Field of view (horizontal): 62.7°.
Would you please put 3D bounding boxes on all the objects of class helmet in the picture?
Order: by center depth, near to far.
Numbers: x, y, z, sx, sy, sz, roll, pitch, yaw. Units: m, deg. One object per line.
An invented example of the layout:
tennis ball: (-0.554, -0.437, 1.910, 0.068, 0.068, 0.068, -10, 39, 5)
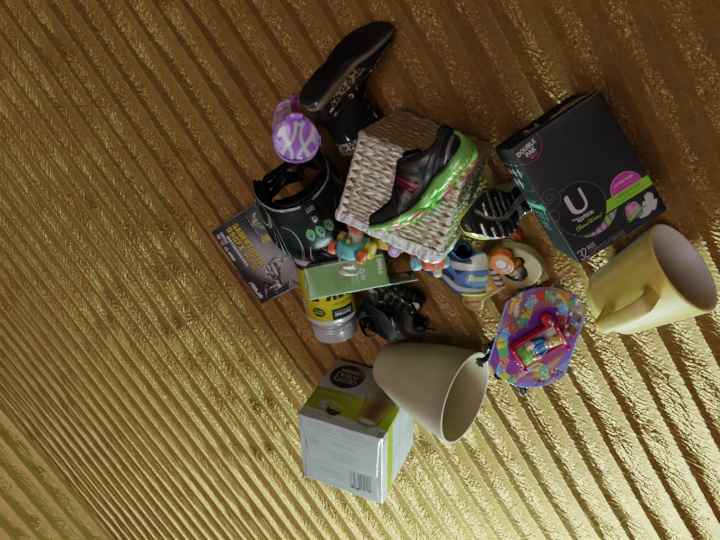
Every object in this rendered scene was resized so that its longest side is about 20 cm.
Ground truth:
helmet: (-0.094, -0.112, 1.103, 0.199, 0.201, 0.191, 6, 149, 25)

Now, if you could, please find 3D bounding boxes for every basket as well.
basket: (0.095, -0.147, 0.987, 0.199, 0.198, 0.161, 26, 124, 13)

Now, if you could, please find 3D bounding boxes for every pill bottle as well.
pill bottle: (-0.067, 0.043, 1.235, 0.114, 0.114, 0.201, 4, 119, 26)

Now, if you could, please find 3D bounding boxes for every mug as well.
mug: (0.433, 0.025, 0.932, 0.153, 0.186, 0.150, -41, 50, 47)

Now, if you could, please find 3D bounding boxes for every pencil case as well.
pencil case: (-0.116, -0.252, 1.040, 0.083, 0.200, 0.086, -8, 115, -6)

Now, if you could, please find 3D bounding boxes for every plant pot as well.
plant pot: (0.131, 0.225, 1.212, 0.199, 0.187, 0.188, 18, 126, 36)

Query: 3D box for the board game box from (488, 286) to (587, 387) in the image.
board game box: (0.323, 0.130, 1.059, 0.157, 0.039, 0.201, 10, 107, -10)

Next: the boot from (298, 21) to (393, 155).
boot: (0.000, -0.305, 1.007, 0.073, 0.200, 0.151, 32, 168, 37)

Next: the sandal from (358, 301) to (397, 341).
sandal: (0.021, 0.106, 1.188, 0.076, 0.043, 0.200, 58, 172, -4)

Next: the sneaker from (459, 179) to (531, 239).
sneaker: (0.211, -0.094, 0.962, 0.090, 0.200, 0.079, -14, 99, 46)

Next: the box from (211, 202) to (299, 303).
box: (-0.214, -0.041, 1.306, 0.158, 0.048, 0.201, -24, 104, 36)

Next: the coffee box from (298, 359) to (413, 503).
coffee box: (-0.003, 0.353, 1.325, 0.199, 0.198, 0.201, 12, 124, 22)

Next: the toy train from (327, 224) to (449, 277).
toy train: (0.047, -0.041, 1.005, 0.199, 0.150, 0.056, -3, 118, -22)

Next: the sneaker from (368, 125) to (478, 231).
sneaker: (0.082, -0.129, 0.857, 0.200, 0.077, 0.084, -42, 74, 29)

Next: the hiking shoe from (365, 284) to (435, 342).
hiking shoe: (0.080, 0.050, 1.197, 0.100, 0.076, 0.201, -16, 118, 25)

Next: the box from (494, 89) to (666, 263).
box: (0.322, -0.141, 0.884, 0.148, 0.124, 0.200, -33, 99, 8)

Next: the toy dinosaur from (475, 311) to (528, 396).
toy dinosaur: (0.283, 0.146, 1.132, 0.077, 0.102, 0.201, 19, 118, 47)

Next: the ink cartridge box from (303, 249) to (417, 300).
ink cartridge box: (0.000, 0.000, 1.094, 0.199, 0.104, 0.060, -10, 98, 2)

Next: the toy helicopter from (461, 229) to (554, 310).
toy helicopter: (0.262, 0.022, 1.089, 0.132, 0.079, 0.200, 35, 139, -5)

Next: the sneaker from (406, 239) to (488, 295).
sneaker: (0.160, -0.027, 1.069, 0.200, 0.074, 0.083, 34, 126, 46)
